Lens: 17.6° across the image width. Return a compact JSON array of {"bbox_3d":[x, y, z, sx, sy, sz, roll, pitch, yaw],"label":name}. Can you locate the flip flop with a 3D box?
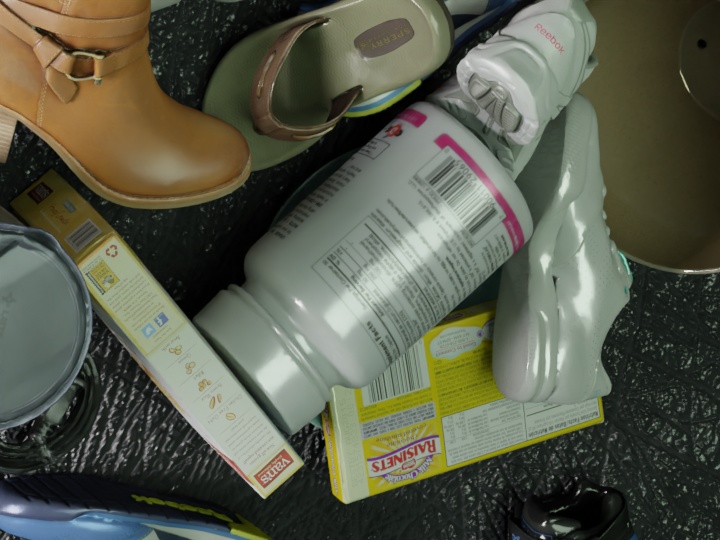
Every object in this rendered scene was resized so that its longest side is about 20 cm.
[{"bbox_3d":[-0.028,-0.114,1.407,0.081,0.199,0.058,57,40,-14],"label":"flip flop"}]

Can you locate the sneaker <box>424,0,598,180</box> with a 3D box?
[{"bbox_3d":[0.104,-0.116,1.435,0.099,0.200,0.078,-44,92,-13],"label":"sneaker"}]

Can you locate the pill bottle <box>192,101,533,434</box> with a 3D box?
[{"bbox_3d":[0.000,0.000,1.438,0.200,0.113,0.114,-41,118,-9],"label":"pill bottle"}]

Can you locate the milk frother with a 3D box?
[{"bbox_3d":[-0.208,0.045,1.347,0.199,0.188,0.182,13,100,-28],"label":"milk frother"}]

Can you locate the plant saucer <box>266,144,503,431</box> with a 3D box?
[{"bbox_3d":[0.012,0.009,1.534,0.200,0.039,0.202,-7,108,-24],"label":"plant saucer"}]

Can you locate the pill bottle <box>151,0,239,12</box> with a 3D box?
[{"bbox_3d":[-0.057,-0.227,1.391,0.199,0.112,0.113,-26,114,-18],"label":"pill bottle"}]

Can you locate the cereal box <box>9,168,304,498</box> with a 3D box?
[{"bbox_3d":[-0.124,0.038,1.414,0.039,0.144,0.200,-40,117,-7],"label":"cereal box"}]

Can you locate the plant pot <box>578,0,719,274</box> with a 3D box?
[{"bbox_3d":[0.229,-0.116,1.541,0.134,0.199,0.201,-38,123,-51],"label":"plant pot"}]

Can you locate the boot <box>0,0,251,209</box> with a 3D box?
[{"bbox_3d":[-0.140,-0.119,1.355,0.199,0.074,0.155,9,134,-19],"label":"boot"}]

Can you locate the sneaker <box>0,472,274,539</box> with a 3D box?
[{"bbox_3d":[-0.149,0.182,1.484,0.199,0.074,0.083,18,98,-28],"label":"sneaker"}]

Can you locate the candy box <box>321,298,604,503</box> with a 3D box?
[{"bbox_3d":[0.067,0.078,1.544,0.199,0.026,0.103,-15,111,-22],"label":"candy box"}]

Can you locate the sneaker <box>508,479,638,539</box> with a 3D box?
[{"bbox_3d":[0.111,0.218,1.618,0.199,0.077,0.112,-26,120,-23],"label":"sneaker"}]

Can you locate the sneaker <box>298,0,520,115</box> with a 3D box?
[{"bbox_3d":[0.045,-0.186,1.469,0.200,0.074,0.082,-42,116,-12],"label":"sneaker"}]

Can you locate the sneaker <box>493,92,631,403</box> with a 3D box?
[{"bbox_3d":[0.140,-0.014,1.512,0.088,0.075,0.201,5,94,-25],"label":"sneaker"}]
